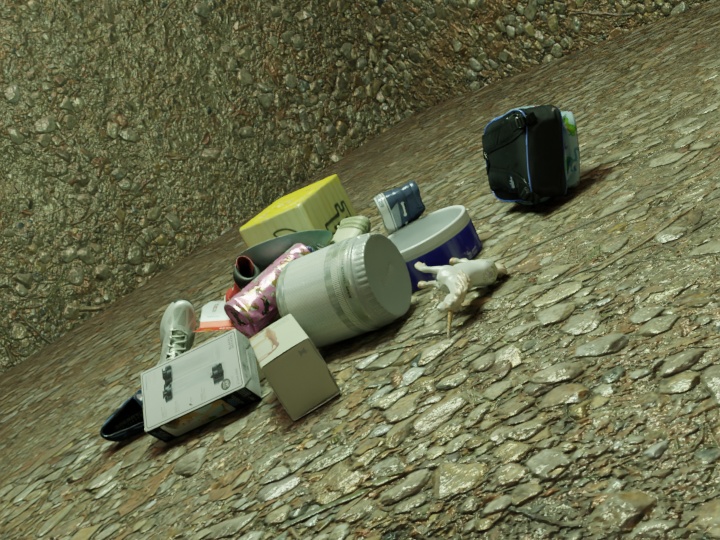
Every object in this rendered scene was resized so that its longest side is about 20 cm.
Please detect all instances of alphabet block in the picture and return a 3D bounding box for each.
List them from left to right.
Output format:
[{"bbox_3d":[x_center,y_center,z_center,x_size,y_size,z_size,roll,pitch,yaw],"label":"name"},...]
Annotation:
[{"bbox_3d":[-0.117,-0.069,2.048,0.194,0.201,0.196,-21,15,32],"label":"alphabet block"}]

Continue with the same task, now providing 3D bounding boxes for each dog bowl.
[{"bbox_3d":[0.123,-0.040,1.700,0.199,0.079,0.200,-27,12,6],"label":"dog bowl"}]

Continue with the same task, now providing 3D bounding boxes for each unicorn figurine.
[{"bbox_3d":[0.151,0.017,1.420,0.199,0.075,0.137,-29,22,-31],"label":"unicorn figurine"}]

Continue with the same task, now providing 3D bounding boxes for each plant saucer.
[{"bbox_3d":[-0.146,-0.028,1.787,0.199,0.039,0.201,-16,-9,-3],"label":"plant saucer"}]

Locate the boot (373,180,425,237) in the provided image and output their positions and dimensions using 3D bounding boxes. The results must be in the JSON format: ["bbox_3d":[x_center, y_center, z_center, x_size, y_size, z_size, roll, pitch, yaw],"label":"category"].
[{"bbox_3d":[0.093,-0.098,1.828,0.090,0.073,0.200,-25,-30,0],"label":"boot"}]

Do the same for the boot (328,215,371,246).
[{"bbox_3d":[-0.054,-0.019,1.851,0.200,0.072,0.156,-34,28,56],"label":"boot"}]

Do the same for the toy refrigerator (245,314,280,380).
[{"bbox_3d":[-0.158,0.133,1.658,0.199,0.071,0.076,-36,22,-29],"label":"toy refrigerator"}]

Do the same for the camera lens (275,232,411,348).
[{"bbox_3d":[-0.032,0.036,1.550,0.199,0.161,0.160,-20,15,31],"label":"camera lens"}]

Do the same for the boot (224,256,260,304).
[{"bbox_3d":[-0.228,0.029,1.776,0.072,0.146,0.200,-13,20,-18],"label":"boot"}]

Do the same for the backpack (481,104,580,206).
[{"bbox_3d":[0.327,-0.217,1.750,0.145,0.185,0.200,-8,3,-17],"label":"backpack"}]

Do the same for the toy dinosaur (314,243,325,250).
[{"bbox_3d":[0.000,0.000,1.703,0.076,0.104,0.199,-12,-8,32],"label":"toy dinosaur"}]

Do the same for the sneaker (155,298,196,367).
[{"bbox_3d":[-0.351,0.160,1.773,0.075,0.203,0.115,11,2,-26],"label":"sneaker"}]

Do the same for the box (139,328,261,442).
[{"bbox_3d":[-0.272,0.195,1.538,0.198,0.060,0.118,-26,54,13],"label":"box"}]

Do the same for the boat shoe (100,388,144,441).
[{"bbox_3d":[-0.387,0.253,1.668,0.200,0.084,0.069,-43,-6,-1],"label":"boat shoe"}]

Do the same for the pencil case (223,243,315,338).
[{"bbox_3d":[-0.156,0.037,1.652,0.200,0.083,0.086,-41,8,-27],"label":"pencil case"}]

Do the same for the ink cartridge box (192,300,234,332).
[{"bbox_3d":[-0.250,0.089,1.862,0.160,0.051,0.200,-4,1,2],"label":"ink cartridge box"}]

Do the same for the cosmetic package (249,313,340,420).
[{"bbox_3d":[-0.107,0.146,1.417,0.087,0.104,0.200,-31,11,-7],"label":"cosmetic package"}]
